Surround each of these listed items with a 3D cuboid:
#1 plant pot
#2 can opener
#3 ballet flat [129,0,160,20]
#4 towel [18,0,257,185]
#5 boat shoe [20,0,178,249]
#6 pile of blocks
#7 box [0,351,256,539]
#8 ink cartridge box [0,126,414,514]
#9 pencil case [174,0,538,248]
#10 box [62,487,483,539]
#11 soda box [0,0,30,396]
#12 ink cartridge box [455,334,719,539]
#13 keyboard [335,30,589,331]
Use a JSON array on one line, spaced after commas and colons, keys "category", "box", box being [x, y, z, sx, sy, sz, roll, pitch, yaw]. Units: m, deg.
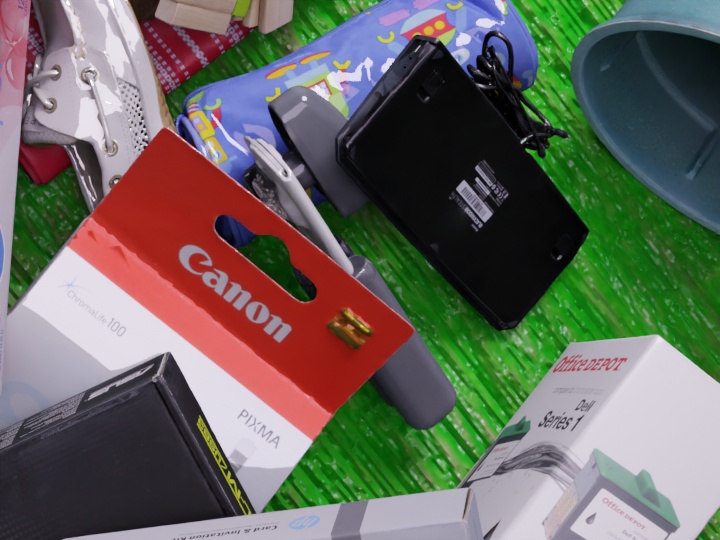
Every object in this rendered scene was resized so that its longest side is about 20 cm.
[{"category": "plant pot", "box": [0.245, -0.138, 0.976, 0.200, 0.200, 0.196, 36, 73, -9]}, {"category": "can opener", "box": [0.000, 0.000, 0.928, 0.066, 0.053, 0.200, -35, 126, -9]}, {"category": "ballet flat", "box": [-0.127, -0.228, 0.920, 0.068, 0.072, 0.201, -9, 90, -14]}, {"category": "towel", "box": [-0.136, -0.157, 0.964, 0.200, 0.022, 0.145, -39, 97, -12]}, {"category": "boat shoe", "box": [-0.137, -0.081, 0.913, 0.069, 0.071, 0.201, -24, 97, -17]}, {"category": "pile of blocks", "box": [-0.051, -0.178, 0.948, 0.062, 0.082, 0.200, 29, 39, 27]}, {"category": "box", "box": [-0.137, 0.167, 0.893, 0.199, 0.048, 0.194, -24, 105, 7]}, {"category": "ink cartridge box", "box": [-0.096, 0.053, 0.897, 0.160, 0.047, 0.200, 39, 119, -8]}, {"category": "pencil case", "box": [-0.005, -0.092, 0.963, 0.200, 0.078, 0.087, -30, 89, -12]}, {"category": "box", "box": [-0.033, 0.189, 0.843, 0.199, 0.041, 0.157, -8, 104, 11]}, {"category": "soda box", "box": [-0.205, -0.041, 0.863, 0.063, 0.070, 0.201, 2, 85, 22]}, {"category": "ink cartridge box", "box": [0.100, 0.133, 0.944, 0.084, 0.146, 0.200, 40, 79, -7]}, {"category": "keyboard", "box": [0.057, -0.054, 0.953, 0.104, 0.040, 0.200, -48, 139, -3]}]
